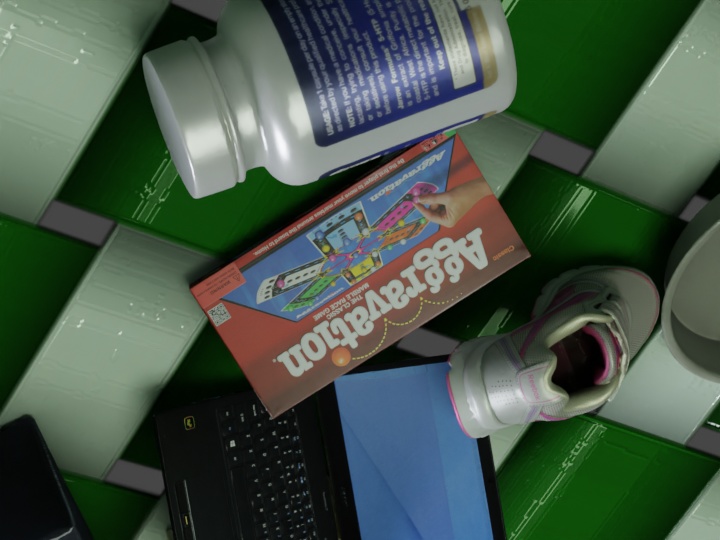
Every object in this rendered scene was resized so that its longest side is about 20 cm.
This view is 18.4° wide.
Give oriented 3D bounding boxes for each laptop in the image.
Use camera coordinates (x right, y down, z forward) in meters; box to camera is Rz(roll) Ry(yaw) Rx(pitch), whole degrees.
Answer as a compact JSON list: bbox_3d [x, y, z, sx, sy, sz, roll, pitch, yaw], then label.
[{"bbox_3d":[-0.016,0.160,1.470,0.199,0.103,0.178,-12,94,-35],"label":"laptop"}]

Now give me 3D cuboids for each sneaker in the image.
[{"bbox_3d":[0.150,0.054,1.489,0.200,0.088,0.082,-34,110,-42],"label":"sneaker"}]

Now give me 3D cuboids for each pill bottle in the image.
[{"bbox_3d":[-0.020,-0.118,1.304,0.199,0.120,0.120,-21,130,-10],"label":"pill bottle"}]

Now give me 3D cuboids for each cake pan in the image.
[{"bbox_3d":[0.302,-0.001,1.580,0.199,0.037,0.201,-11,134,-11],"label":"cake pan"}]

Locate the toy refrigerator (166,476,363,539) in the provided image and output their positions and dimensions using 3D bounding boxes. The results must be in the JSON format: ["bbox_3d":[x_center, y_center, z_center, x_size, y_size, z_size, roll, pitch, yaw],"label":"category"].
[{"bbox_3d":[-0.029,0.201,1.570,0.199,0.070,0.076,-17,130,-12],"label":"toy refrigerator"}]

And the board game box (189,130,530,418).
[{"bbox_3d":[0.000,0.000,1.436,0.199,0.019,0.103,-33,101,1],"label":"board game box"}]

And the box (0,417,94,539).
[{"bbox_3d":[-0.258,0.236,1.460,0.199,0.118,0.197,-26,131,-7],"label":"box"}]
